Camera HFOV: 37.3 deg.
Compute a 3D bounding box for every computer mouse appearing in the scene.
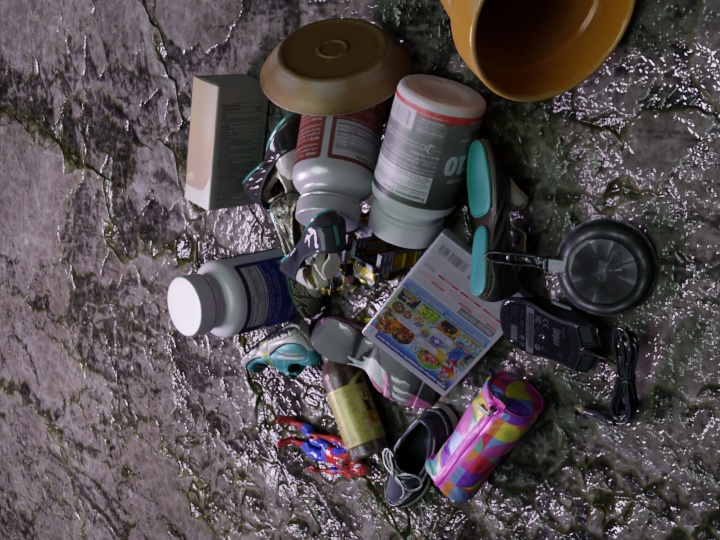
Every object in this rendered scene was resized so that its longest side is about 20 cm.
[{"bbox_3d":[0.257,0.104,1.282,0.200,0.046,0.140,17,124,45],"label":"computer mouse"}]

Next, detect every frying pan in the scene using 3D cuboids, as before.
[{"bbox_3d":[0.244,-0.019,1.216,0.190,0.031,0.115,27,111,11],"label":"frying pan"}]

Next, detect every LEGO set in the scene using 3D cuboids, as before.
[{"bbox_3d":[0.000,0.000,1.477,0.200,0.116,0.154,40,126,35],"label":"LEGO set"}]

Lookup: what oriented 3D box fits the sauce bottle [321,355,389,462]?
[{"bbox_3d":[-0.019,0.180,1.582,0.065,0.065,0.200,-29,78,47],"label":"sauce bottle"}]

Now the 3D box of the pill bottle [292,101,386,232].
[{"bbox_3d":[-0.030,-0.157,1.424,0.112,0.112,0.200,-13,62,49],"label":"pill bottle"}]

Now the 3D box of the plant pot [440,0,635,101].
[{"bbox_3d":[0.169,-0.318,1.176,0.183,0.200,0.200,57,137,45],"label":"plant pot"}]

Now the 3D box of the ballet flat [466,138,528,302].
[{"bbox_3d":[0.167,-0.061,1.307,0.068,0.068,0.200,174,97,-68],"label":"ballet flat"}]

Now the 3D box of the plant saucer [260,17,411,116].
[{"bbox_3d":[-0.035,-0.275,1.389,0.200,0.200,0.035,38,151,36],"label":"plant saucer"}]

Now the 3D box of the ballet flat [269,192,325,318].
[{"bbox_3d":[-0.079,-0.020,1.587,0.075,0.068,0.200,-1,109,40],"label":"ballet flat"}]

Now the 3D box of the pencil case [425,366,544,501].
[{"bbox_3d":[0.157,0.215,1.381,0.088,0.088,0.200,50,134,27],"label":"pencil case"}]

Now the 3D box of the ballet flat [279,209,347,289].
[{"bbox_3d":[-0.060,-0.013,1.410,0.073,0.073,0.200,67,157,12],"label":"ballet flat"}]

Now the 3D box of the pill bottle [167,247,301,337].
[{"bbox_3d":[-0.186,0.037,1.630,0.120,0.200,0.120,14,110,46],"label":"pill bottle"}]

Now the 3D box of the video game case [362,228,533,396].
[{"bbox_3d":[0.109,0.058,1.384,0.143,0.018,0.200,38,124,0],"label":"video game case"}]

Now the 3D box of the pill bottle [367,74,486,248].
[{"bbox_3d":[0.080,-0.137,1.359,0.114,0.114,0.200,38,126,36],"label":"pill bottle"}]

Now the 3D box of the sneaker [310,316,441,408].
[{"bbox_3d":[0.035,0.116,1.505,0.200,0.086,0.080,33,108,15],"label":"sneaker"}]

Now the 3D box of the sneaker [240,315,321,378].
[{"bbox_3d":[-0.126,0.137,1.678,0.080,0.078,0.200,55,150,-4],"label":"sneaker"}]

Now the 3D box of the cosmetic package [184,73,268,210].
[{"bbox_3d":[-0.209,-0.202,1.672,0.071,0.105,0.200,28,117,41],"label":"cosmetic package"}]

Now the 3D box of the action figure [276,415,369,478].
[{"bbox_3d":[-0.059,0.282,1.668,0.200,0.052,0.065,14,106,43],"label":"action figure"}]

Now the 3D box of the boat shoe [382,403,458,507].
[{"bbox_3d":[0.073,0.270,1.505,0.075,0.062,0.200,51,133,24],"label":"boat shoe"}]

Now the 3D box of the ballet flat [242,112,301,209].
[{"bbox_3d":[-0.114,-0.157,1.600,0.068,0.068,0.200,56,145,11],"label":"ballet flat"}]
